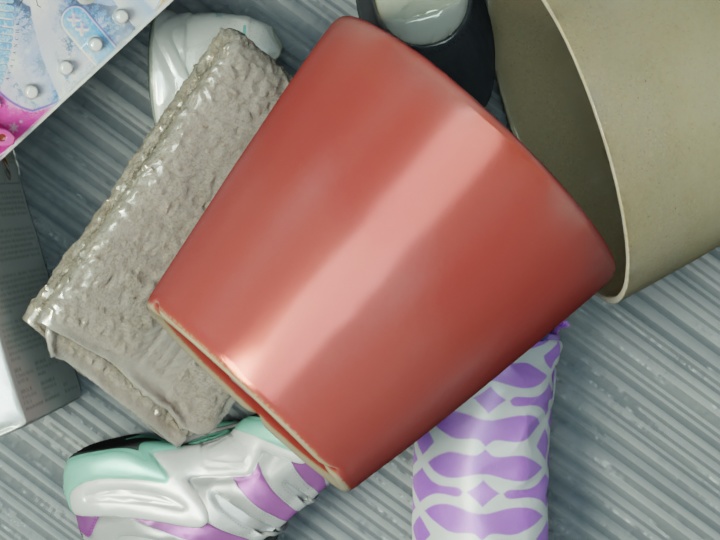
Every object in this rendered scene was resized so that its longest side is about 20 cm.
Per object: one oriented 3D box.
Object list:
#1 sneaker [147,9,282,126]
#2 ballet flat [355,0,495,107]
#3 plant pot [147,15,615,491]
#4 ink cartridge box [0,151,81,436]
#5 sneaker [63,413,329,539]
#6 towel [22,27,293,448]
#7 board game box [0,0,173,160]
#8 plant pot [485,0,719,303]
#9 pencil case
[{"bbox_3d":[-0.076,-0.044,1.433,0.080,0.070,0.202,-2,95,-4],"label":"sneaker"},{"bbox_3d":[0.022,-0.175,1.387,0.073,0.073,0.201,-15,72,6],"label":"ballet flat"},{"bbox_3d":[0.000,0.000,1.317,0.200,0.200,0.177,43,83,2],"label":"plant pot"},{"bbox_3d":[-0.212,-0.013,1.400,0.047,0.160,0.201,-17,91,5],"label":"ink cartridge box"},{"bbox_3d":[-0.058,0.149,1.442,0.199,0.078,0.141,-12,93,15],"label":"sneaker"},{"bbox_3d":[-0.080,-0.015,1.384,0.132,0.034,0.201,40,78,-35],"label":"towel"},{"bbox_3d":[-0.188,-0.179,1.294,0.200,0.026,0.200,-43,109,-8],"label":"board game box"},{"bbox_3d":[0.192,-0.103,1.364,0.199,0.187,0.189,-19,91,-9],"label":"plant pot"},{"bbox_3d":[0.071,0.122,1.425,0.085,0.084,0.202,1,95,-36],"label":"pencil case"}]
